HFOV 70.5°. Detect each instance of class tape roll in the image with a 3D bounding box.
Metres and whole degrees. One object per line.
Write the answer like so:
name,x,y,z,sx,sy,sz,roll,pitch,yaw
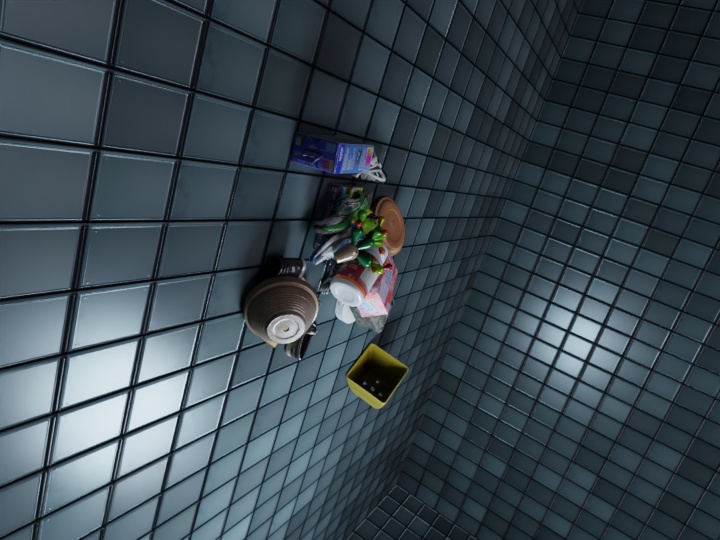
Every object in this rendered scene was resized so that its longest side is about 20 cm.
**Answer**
tape roll,-0.019,0.094,1.842,0.203,0.037,0.204,-45,149,-36

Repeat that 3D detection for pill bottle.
pill bottle,0.000,0.000,1.513,0.201,0.109,0.110,-57,156,-34

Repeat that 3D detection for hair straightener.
hair straightener,0.020,-0.164,1.635,0.041,0.076,0.202,-38,144,-46

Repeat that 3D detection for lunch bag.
lunch bag,0.056,0.093,1.816,0.201,0.117,0.164,-61,156,-22

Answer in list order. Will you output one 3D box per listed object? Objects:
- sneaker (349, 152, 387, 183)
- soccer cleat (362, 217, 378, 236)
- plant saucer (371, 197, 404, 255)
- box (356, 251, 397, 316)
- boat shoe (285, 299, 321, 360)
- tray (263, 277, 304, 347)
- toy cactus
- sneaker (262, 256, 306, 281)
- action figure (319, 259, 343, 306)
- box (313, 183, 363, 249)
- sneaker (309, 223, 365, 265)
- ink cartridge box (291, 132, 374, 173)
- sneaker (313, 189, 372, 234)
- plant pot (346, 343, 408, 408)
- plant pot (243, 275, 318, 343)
sneaker,0.035,-0.316,1.528,0.199,0.074,0.089,-8,122,-62
soccer cleat,0.003,-0.090,1.617,0.201,0.080,0.068,110,-6,-52
plant saucer,0.101,-0.153,1.754,0.200,0.032,0.203,14,73,-56
box,0.047,0.039,1.629,0.201,0.094,0.103,-74,147,-45
boat shoe,-0.166,0.185,1.600,0.202,0.064,0.072,-64,154,-4
tray,-0.218,0.114,1.467,0.201,0.037,0.099,-58,155,-18
toy cactus,0.008,-0.061,1.403,0.164,0.102,0.201,-25,127,-11
sneaker,-0.232,0.044,1.354,0.099,0.071,0.201,16,109,-47
action figure,-0.070,0.053,1.614,0.102,0.118,0.201,-47,138,-35
box,-0.065,-0.158,1.516,0.136,0.037,0.202,-15,126,-58
sneaker,-0.055,-0.063,1.447,0.199,0.086,0.077,-37,-177,-29
ink cartridge box,-0.076,-0.290,1.258,0.199,0.135,0.077,-16,122,-58
sneaker,-0.057,-0.161,1.424,0.199,0.078,0.086,-35,109,-36
plant pot,0.064,0.476,2.193,0.200,0.199,0.177,-48,161,-32
plant pot,-0.199,0.121,1.320,0.198,0.093,0.203,-10,128,-13
